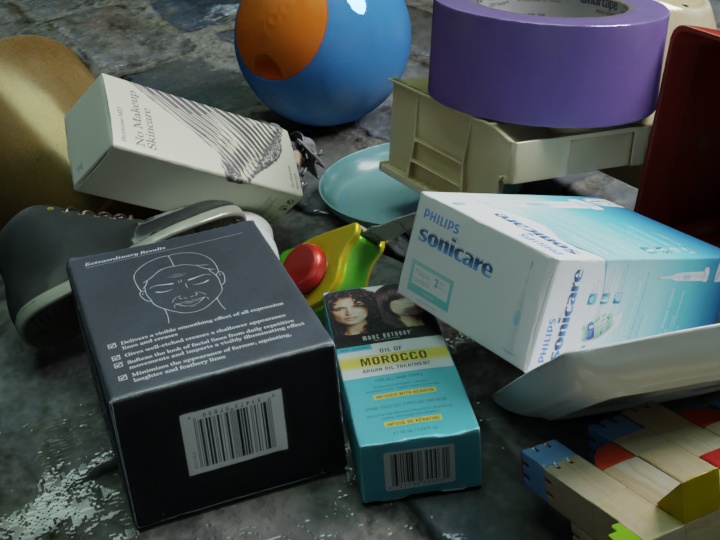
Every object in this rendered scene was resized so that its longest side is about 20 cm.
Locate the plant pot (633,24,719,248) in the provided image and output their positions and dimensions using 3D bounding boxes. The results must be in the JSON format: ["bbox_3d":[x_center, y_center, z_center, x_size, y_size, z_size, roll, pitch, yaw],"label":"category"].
[{"bbox_3d":[0.369,-0.083,0.941,0.176,0.200,0.200,-8,27,-30],"label":"plant pot"}]

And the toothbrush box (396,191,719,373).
[{"bbox_3d":[0.152,0.003,0.849,0.200,0.085,0.146,-1,21,-39],"label":"toothbrush box"}]

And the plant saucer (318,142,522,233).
[{"bbox_3d":[0.059,-0.079,1.128,0.200,0.027,0.200,-3,29,2],"label":"plant saucer"}]

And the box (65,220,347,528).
[{"bbox_3d":[-0.114,0.063,0.814,0.148,0.107,0.200,-14,31,-15],"label":"box"}]

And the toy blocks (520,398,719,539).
[{"bbox_3d":[0.193,0.127,0.690,0.200,0.100,0.137,-16,20,-20],"label":"toy blocks"}]

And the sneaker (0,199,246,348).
[{"bbox_3d":[-0.198,-0.028,0.925,0.200,0.075,0.106,-26,58,-14],"label":"sneaker"}]

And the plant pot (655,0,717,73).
[{"bbox_3d":[0.294,-0.234,1.203,0.200,0.135,0.200,12,36,-9],"label":"plant pot"}]

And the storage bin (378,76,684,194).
[{"bbox_3d":[0.154,-0.118,1.045,0.200,0.094,0.199,-10,26,-27],"label":"storage bin"}]

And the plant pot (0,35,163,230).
[{"bbox_3d":[-0.274,-0.089,1.063,0.186,0.187,0.200,-27,52,-35],"label":"plant pot"}]

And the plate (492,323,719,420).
[{"bbox_3d":[0.202,0.066,0.750,0.199,0.032,0.200,-10,-12,-9],"label":"plate"}]

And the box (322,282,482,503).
[{"bbox_3d":[0.025,0.080,0.825,0.082,0.049,0.200,-8,29,-6],"label":"box"}]

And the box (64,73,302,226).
[{"bbox_3d":[-0.151,-0.098,1.002,0.200,0.068,0.082,11,52,-42],"label":"box"}]

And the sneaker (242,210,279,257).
[{"bbox_3d":[-0.165,-0.003,0.981,0.200,0.071,0.080,-11,32,-13],"label":"sneaker"}]

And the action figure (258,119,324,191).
[{"bbox_3d":[-0.123,-0.100,1.156,0.200,0.069,0.130,-18,25,-31],"label":"action figure"}]

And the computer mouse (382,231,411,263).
[{"bbox_3d":[0.117,-0.017,0.978,0.200,0.044,0.110,-12,25,-30],"label":"computer mouse"}]

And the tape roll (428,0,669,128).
[{"bbox_3d":[0.159,-0.190,0.990,0.200,0.085,0.200,1,23,-1],"label":"tape roll"}]

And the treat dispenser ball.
[{"bbox_3d":[-0.042,-0.264,1.298,0.201,0.201,0.201,-3,29,2],"label":"treat dispenser ball"}]

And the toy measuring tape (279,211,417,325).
[{"bbox_3d":[0.000,0.000,0.915,0.200,0.074,0.074,-18,18,36],"label":"toy measuring tape"}]
